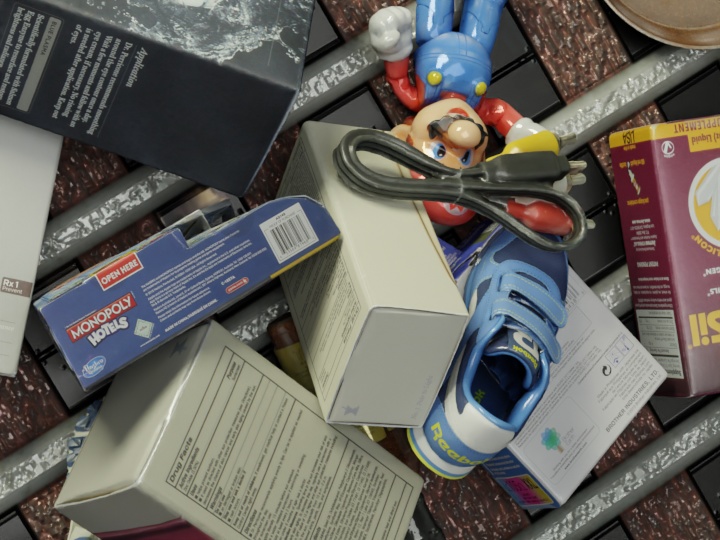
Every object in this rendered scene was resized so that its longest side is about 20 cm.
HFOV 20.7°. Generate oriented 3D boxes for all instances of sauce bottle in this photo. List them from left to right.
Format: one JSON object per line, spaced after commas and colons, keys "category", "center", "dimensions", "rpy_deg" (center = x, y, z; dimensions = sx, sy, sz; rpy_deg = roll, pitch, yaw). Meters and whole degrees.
{"category": "sauce bottle", "center": [0.001, 0.116, 1.400], "dimensions": [0.066, 0.066, 0.201], "rpy_deg": [-25, 94, -13]}

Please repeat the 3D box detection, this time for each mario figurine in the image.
{"category": "mario figurine", "center": [0.073, -0.131, 1.400], "dimensions": [0.123, 0.106, 0.201], "rpy_deg": [1, 77, 21]}

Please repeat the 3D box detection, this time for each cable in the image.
{"category": "cable", "center": [0.075, -0.051, 1.333], "dimensions": [0.199, 0.050, 0.098], "rpy_deg": [-3, 69, -22]}

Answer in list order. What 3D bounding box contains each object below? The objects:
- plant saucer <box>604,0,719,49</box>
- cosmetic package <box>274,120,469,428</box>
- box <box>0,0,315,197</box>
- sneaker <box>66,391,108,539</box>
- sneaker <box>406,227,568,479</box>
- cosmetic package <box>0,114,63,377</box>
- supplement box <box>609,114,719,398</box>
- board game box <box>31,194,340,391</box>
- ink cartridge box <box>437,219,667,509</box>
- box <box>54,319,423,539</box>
{"category": "plant saucer", "center": [0.250, -0.265, 1.489], "dimensions": [0.199, 0.034, 0.202], "rpy_deg": [1, 87, -13]}
{"category": "cosmetic package", "center": [0.000, 0.000, 1.323], "dimensions": [0.073, 0.200, 0.104], "rpy_deg": [5, 129, -23]}
{"category": "box", "center": [-0.137, -0.183, 1.304], "dimensions": [0.199, 0.118, 0.197], "rpy_deg": [19, 48, -13]}
{"category": "sneaker", "center": [-0.166, 0.171, 1.359], "dimensions": [0.077, 0.085, 0.201], "rpy_deg": [9, 64, 11]}
{"category": "sneaker", "center": [0.102, 0.046, 1.325], "dimensions": [0.074, 0.082, 0.201], "rpy_deg": [30, 61, -13]}
{"category": "cosmetic package", "center": [-0.265, -0.036, 1.329], "dimensions": [0.106, 0.090, 0.201], "rpy_deg": [10, 89, -13]}
{"category": "supplement box", "center": [0.262, -0.013, 1.457], "dimensions": [0.110, 0.086, 0.201], "rpy_deg": [-9, 91, -14]}
{"category": "board game box", "center": [-0.139, 0.011, 1.309], "dimensions": [0.200, 0.200, 0.062], "rpy_deg": [-31, 97, -23]}
{"category": "ink cartridge box", "center": [0.104, 0.053, 1.412], "dimensions": [0.200, 0.076, 0.137], "rpy_deg": [47, 67, -10]}
{"category": "box", "center": [-0.077, 0.147, 1.294], "dimensions": [0.200, 0.109, 0.128], "rpy_deg": [39, 56, -24]}
